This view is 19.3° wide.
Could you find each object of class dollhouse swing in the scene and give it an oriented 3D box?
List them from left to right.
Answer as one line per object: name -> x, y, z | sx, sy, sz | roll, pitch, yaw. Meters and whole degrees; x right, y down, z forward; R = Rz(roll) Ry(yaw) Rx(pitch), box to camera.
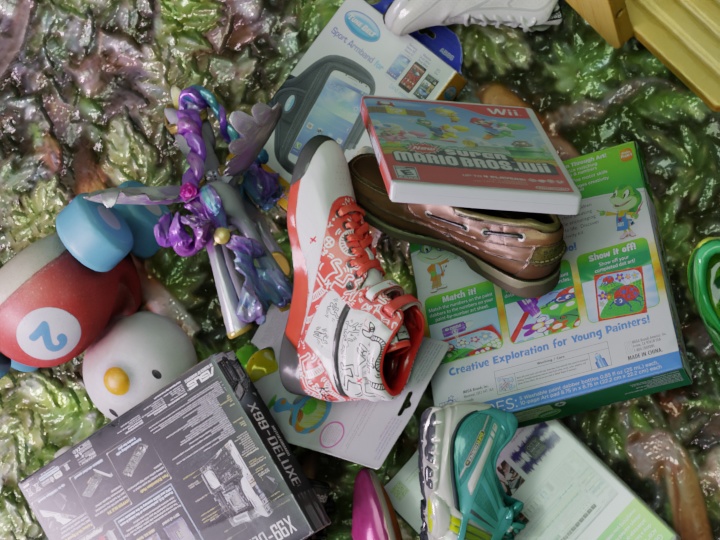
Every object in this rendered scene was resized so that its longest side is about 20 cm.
dollhouse swing -> 0.272, -0.253, 1.605 | 0.200, 0.182, 0.176 | -44, 64, -6

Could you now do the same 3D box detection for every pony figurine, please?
pony figurine -> -0.115, -0.052, 1.667 | 0.165, 0.193, 0.201 | -23, 94, 3

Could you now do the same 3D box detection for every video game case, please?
video game case -> 0.080, -0.090, 1.617 | 0.142, 0.200, 0.018 | 4, 112, -9

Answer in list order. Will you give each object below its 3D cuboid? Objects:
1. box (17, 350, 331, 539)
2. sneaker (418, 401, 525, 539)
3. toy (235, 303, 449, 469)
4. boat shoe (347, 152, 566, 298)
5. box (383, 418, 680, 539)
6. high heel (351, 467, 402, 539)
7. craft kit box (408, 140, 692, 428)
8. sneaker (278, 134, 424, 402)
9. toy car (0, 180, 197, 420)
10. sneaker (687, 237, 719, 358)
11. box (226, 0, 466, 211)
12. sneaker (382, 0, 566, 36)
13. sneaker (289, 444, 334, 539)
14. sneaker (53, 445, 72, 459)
box -> -0.145, 0.181, 1.649 | 0.199, 0.050, 0.158 | -34, 83, 15
sneaker -> 0.086, 0.198, 1.602 | 0.079, 0.078, 0.202 | -2, 105, -6
toy -> -0.021, 0.097, 1.681 | 0.199, 0.047, 0.116 | 13, 65, 41
boat shoe -> 0.073, -0.055, 1.636 | 0.199, 0.072, 0.068 | 24, 134, 21
box -> 0.131, 0.192, 1.658 | 0.144, 0.036, 0.200 | -47, 71, 5
high heel -> -0.008, 0.257, 1.659 | 0.095, 0.067, 0.202 | -10, 103, 6
craft kit box -> 0.142, 0.017, 1.653 | 0.198, 0.049, 0.199 | -15, 66, 15
sneaker -> 0.000, 0.001, 1.615 | 0.107, 0.067, 0.203 | 6, 92, 33
toy car -> -0.202, 0.064, 1.718 | 0.184, 0.177, 0.200 | -43, 85, 17
sneaker -> 0.302, 0.064, 1.599 | 0.074, 0.084, 0.201 | -33, 75, 9
box -> -0.005, -0.133, 1.746 | 0.119, 0.041, 0.201 | 38, 96, 18
sneaker -> 0.115, -0.224, 1.700 | 0.199, 0.075, 0.082 | -22, 91, 2
sneaker -> -0.060, 0.217, 1.692 | 0.097, 0.071, 0.202 | -25, 74, 14
sneaker -> -0.230, 0.251, 1.735 | 0.111, 0.077, 0.201 | -30, 81, 1
